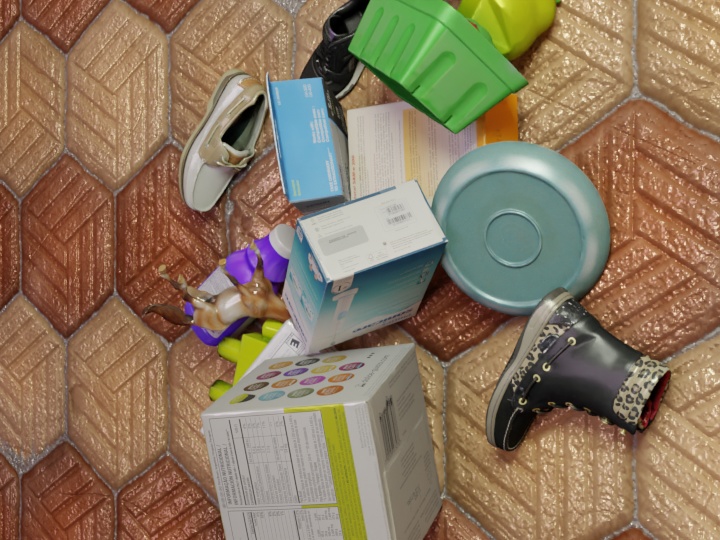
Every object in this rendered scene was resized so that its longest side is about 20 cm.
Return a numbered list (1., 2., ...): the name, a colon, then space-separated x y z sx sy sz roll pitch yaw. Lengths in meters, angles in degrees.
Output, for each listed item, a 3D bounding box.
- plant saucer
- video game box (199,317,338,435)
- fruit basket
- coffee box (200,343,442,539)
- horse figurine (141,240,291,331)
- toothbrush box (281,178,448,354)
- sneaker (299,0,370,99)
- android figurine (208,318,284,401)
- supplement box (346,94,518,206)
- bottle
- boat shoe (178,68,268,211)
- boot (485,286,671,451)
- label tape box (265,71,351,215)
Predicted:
1. plant saucer: 0.165 -0.037 1.322 0.198 0.027 0.202 9 117 19
2. video game box: -0.073 0.186 1.524 0.182 0.047 0.200 43 112 9
3. fruit basket: 0.111 -0.262 1.322 0.215 0.155 0.217 -34 35 28
4. coffee box: -0.038 0.214 1.387 0.196 0.200 0.202 -7 101 19
5. horse figurine: -0.172 0.034 1.564 0.198 0.133 0.050 -16 43 17
6. toothbrush box: 0.000 0.000 1.393 0.200 0.145 0.086 105 142 -62
7. sneaker: -0.026 -0.280 1.507 0.200 0.087 0.076 -41 65 34
8. android figurine: -0.105 0.157 1.597 0.199 0.041 0.184 17 101 29
9. supplement box: 0.082 -0.131 1.422 0.199 0.073 0.127 -2 89 40
10. bottle: -0.150 0.016 1.630 0.200 0.065 0.084 -44 72 32
11. boat shoe: -0.182 -0.164 1.653 0.068 0.074 0.202 36 112 41
12. boot: 0.224 0.139 1.302 0.153 0.073 0.205 34 122 26
13. label tape box: -0.054 -0.144 1.460 0.065 0.200 0.145 -11 81 6
